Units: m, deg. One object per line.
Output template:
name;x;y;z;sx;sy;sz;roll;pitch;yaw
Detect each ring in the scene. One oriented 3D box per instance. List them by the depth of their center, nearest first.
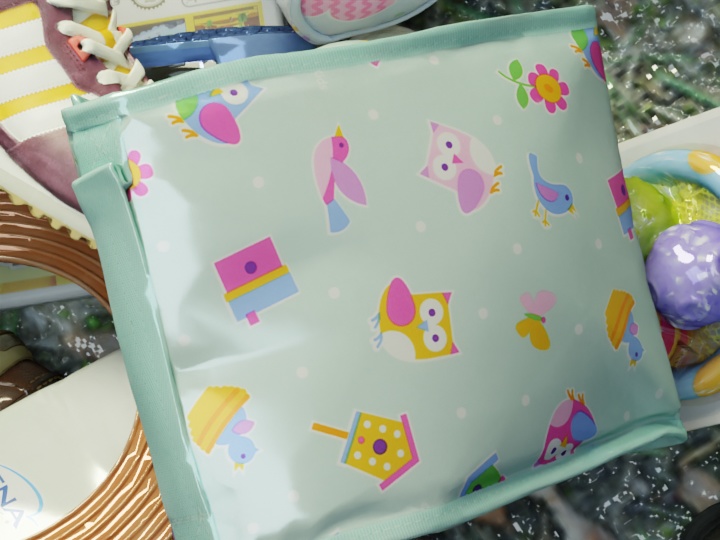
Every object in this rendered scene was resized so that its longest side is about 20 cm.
ring;-0.146;0.051;0.791;0.200;0.019;0.201;-1;53;2

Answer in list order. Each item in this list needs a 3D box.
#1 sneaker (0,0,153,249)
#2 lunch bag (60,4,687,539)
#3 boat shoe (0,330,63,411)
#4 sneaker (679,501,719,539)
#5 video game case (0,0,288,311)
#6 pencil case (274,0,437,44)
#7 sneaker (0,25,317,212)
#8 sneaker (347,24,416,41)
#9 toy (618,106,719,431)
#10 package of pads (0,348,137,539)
sneaker;-0.110;-0.074;0.802;0.200;0.075;0.090;28;104;4
lunch bag;-0.002;0.008;0.734;0.122;0.200;0.171;-13;90;51
boat shoe;-0.186;0.122;0.901;0.067;0.072;0.200;36;92;10
sneaker;0.171;0.190;0.834;0.076;0.091;0.201;-23;87;6
video game case;-0.127;-0.079;0.920;0.199;0.023;0.183;-9;88;8
pencil case;-0.027;-0.189;0.851;0.091;0.083;0.200;-37;66;27
sneaker;-0.109;-0.050;0.877;0.199;0.070;0.078;-10;99;10
sneaker;0.000;0.000;0.859;0.075;0.081;0.201;15;88;-17
toy;0.098;0.006;0.812;0.200;0.047;0.116;-20;76;49
package of pads;-0.085;0.130;0.783;0.154;0.068;0.200;-28;58;-20
